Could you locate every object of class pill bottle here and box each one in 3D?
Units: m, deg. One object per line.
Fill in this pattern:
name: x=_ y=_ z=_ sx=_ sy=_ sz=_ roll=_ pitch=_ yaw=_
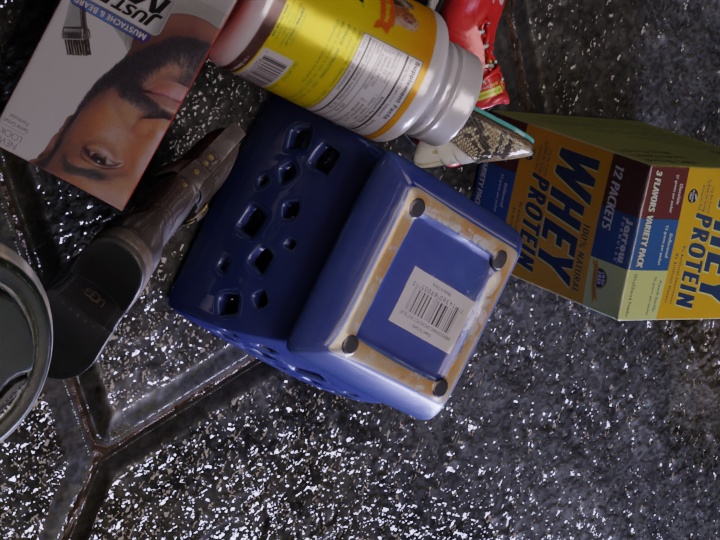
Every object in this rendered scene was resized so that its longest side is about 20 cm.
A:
pill bottle: x=-0.011 y=-0.167 z=1.525 sx=0.199 sy=0.109 sz=0.110 roll=24 pitch=90 yaw=-24

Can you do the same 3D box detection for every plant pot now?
plant pot: x=0.000 y=0.000 z=1.633 sx=0.200 sy=0.179 sz=0.201 roll=30 pitch=86 yaw=-42

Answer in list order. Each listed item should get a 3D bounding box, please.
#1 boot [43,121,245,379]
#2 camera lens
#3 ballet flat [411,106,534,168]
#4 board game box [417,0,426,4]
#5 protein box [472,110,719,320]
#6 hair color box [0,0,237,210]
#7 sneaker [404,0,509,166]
boot: x=-0.170 y=-0.015 z=1.539 sx=0.069 sy=0.200 sz=0.174 roll=44 pitch=41 yaw=-8
camera lens: x=-0.313 y=0.033 z=1.367 sx=0.159 sy=0.200 sz=0.161 roll=-15 pitch=115 yaw=-35
ballet flat: x=0.042 y=-0.129 z=1.634 sx=0.075 sy=0.200 sz=0.068 roll=-53 pitch=172 yaw=-1
board game box: x=0.085 y=-0.300 z=1.698 sx=0.103 sy=0.019 sz=0.200 roll=40 pitch=80 yaw=-43
protein box: x=0.236 y=-0.049 z=1.798 sx=0.198 sy=0.200 sz=0.136 roll=0 pitch=106 yaw=-40
hair color box: x=-0.168 y=-0.158 z=1.449 sx=0.111 sy=0.064 sz=0.201 roll=27 pitch=105 yaw=-11
sneaker: x=0.094 y=-0.172 z=1.674 sx=0.077 sy=0.085 sz=0.201 roll=-19 pitch=141 yaw=-36
